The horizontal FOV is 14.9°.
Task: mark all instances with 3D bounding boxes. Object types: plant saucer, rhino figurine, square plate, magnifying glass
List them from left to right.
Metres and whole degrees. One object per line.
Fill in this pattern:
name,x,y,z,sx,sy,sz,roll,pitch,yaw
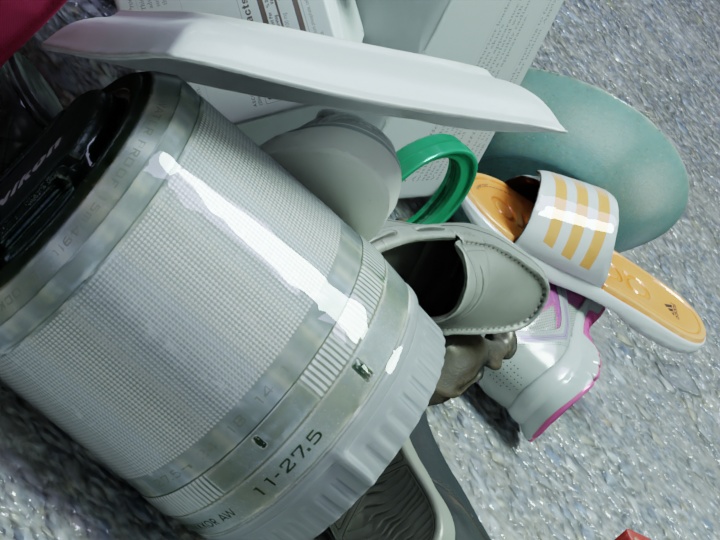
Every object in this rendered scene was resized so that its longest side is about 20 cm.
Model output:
square plate,-0.029,-0.095,1.304,0.199,0.029,0.198,9,1,-23
magnifying glass,-0.014,-0.024,1.536,0.200,0.080,0.022,-26,60,-35
rhino figurine,0.000,0.000,1.617,0.200,0.060,0.087,45,30,2
plant saucer,0.114,-0.057,1.812,0.201,0.201,0.039,37,55,-26

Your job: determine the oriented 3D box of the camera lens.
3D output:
camera lens,-0.080,0.019,1.282,0.200,0.160,0.160,41,22,-17

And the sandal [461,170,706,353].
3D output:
sandal,0.149,-0.021,1.734,0.206,0.059,0.079,29,26,-25

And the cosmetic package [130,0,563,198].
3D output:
cosmetic package,-0.001,-0.151,1.673,0.165,0.165,0.200,32,14,18

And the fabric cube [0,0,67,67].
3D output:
fabric cube,-0.252,-0.211,1.309,0.200,0.196,0.200,18,37,-54

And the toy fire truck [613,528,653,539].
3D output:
toy fire truck,0.133,0.203,1.529,0.200,0.049,0.141,20,34,-50

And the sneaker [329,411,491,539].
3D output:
sneaker,0.019,0.118,1.452,0.106,0.075,0.200,48,14,-41

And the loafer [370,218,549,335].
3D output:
loafer,0.038,0.007,1.521,0.200,0.070,0.070,8,17,-44

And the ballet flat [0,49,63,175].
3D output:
ballet flat,-0.211,-0.120,1.444,0.066,0.057,0.200,43,11,-46

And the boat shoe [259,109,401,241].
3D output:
boat shoe,-0.022,-0.045,1.374,0.072,0.069,0.200,31,-22,-5

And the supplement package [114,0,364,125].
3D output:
supplement package,-0.078,-0.190,1.473,0.156,0.111,0.201,-82,158,-74

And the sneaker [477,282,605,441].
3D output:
sneaker,0.102,0.022,1.748,0.088,0.081,0.200,41,19,-13
